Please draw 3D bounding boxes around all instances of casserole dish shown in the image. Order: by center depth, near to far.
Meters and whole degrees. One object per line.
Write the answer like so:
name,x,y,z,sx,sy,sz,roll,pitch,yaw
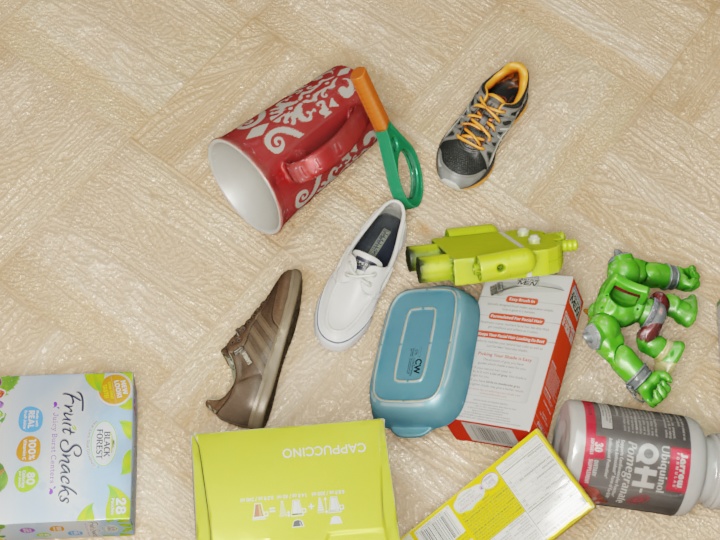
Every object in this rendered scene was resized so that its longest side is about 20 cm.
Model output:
casserole dish,0.070,0.094,1.378,0.119,0.039,0.202,-4,56,28

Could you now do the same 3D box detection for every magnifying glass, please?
magnifying glass,0.033,-0.159,1.458,0.022,0.201,0.080,-6,42,24

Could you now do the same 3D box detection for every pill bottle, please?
pill bottle,0.317,0.211,1.331,0.197,0.111,0.112,8,62,-1

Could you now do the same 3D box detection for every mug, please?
mug,-0.057,-0.146,1.465,0.177,0.135,0.199,30,57,36

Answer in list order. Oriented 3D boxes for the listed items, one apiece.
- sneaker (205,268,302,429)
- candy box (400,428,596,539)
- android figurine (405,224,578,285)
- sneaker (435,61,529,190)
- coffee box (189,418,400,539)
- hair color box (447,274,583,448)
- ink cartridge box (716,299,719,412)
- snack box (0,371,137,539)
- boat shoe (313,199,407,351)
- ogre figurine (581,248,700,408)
sneaker,-0.120,0.081,1.381,0.074,0.071,0.202,13,62,3
candy box,0.144,0.272,1.284,0.199,0.026,0.103,-40,72,9
android figurine,0.156,-0.020,1.417,0.197,0.182,0.042,-8,103,-6
sneaker,0.158,-0.190,1.541,0.078,0.077,0.201,28,65,7
coffee box,-0.067,0.281,1.212,0.196,0.198,0.203,-4,63,-7
hair color box,0.178,0.101,1.382,0.109,0.064,0.202,6,60,29
ink cartridge box,0.457,0.098,1.382,0.047,0.146,0.203,7,63,-3
snack box,-0.344,0.201,1.302,0.197,0.068,0.171,-1,63,-8
boat shoe,0.000,0.000,1.435,0.073,0.066,0.202,20,63,5
ogre figurine,0.333,0.053,1.424,0.119,0.098,0.202,30,75,-3
